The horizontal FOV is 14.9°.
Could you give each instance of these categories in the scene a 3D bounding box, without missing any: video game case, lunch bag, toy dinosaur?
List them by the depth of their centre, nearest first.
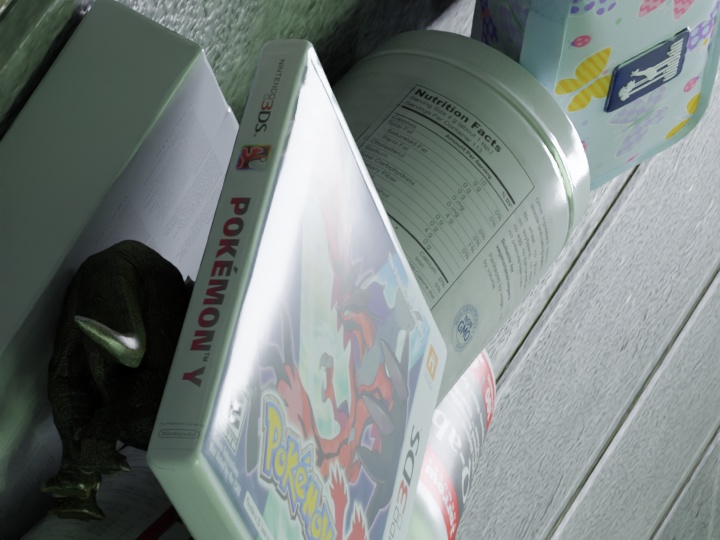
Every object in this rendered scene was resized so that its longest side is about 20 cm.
[{"bbox_3d":[-0.082,0.032,0.985,0.200,0.077,0.103,43,48,-62],"label":"toy dinosaur"},{"bbox_3d":[-0.017,0.047,1.019,0.200,0.023,0.182,64,32,-49],"label":"video game case"},{"bbox_3d":[0.117,-0.143,1.309,0.170,0.127,0.200,97,15,-50],"label":"lunch bag"}]

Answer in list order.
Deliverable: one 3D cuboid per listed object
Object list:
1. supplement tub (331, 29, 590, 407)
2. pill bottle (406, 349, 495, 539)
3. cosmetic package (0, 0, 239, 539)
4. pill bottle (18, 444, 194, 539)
[{"bbox_3d":[0.000,0.000,1.221,0.200,0.132,0.132,-49,160,-37],"label":"supplement tub"},{"bbox_3d":[-0.008,0.102,1.304,0.200,0.116,0.116,-69,176,-55],"label":"pill bottle"},{"bbox_3d":[-0.117,0.015,1.040,0.200,0.052,0.151,-57,161,-13],"label":"cosmetic package"},{"bbox_3d":[-0.075,0.126,1.067,0.200,0.109,0.110,-42,155,-51],"label":"pill bottle"}]
